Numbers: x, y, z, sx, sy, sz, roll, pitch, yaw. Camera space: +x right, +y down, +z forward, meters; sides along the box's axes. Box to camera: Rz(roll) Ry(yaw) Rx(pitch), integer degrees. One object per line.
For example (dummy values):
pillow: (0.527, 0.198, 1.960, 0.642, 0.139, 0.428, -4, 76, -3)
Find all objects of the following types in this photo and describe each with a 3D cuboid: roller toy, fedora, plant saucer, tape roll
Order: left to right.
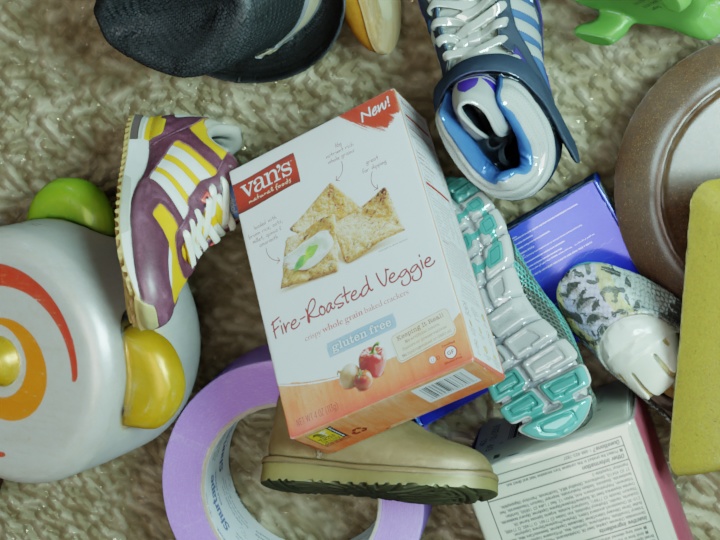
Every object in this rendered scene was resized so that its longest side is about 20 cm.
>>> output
roller toy: (-0.220, 0.056, 1.031, 0.182, 0.139, 0.201, -43, 78, 26)
fedora: (-0.111, -0.189, 0.958, 0.199, 0.092, 0.202, 19, 134, 21)
tape roll: (-0.045, 0.156, 1.073, 0.198, 0.066, 0.202, 2, 101, 11)
plant saucer: (0.270, -0.055, 0.954, 0.198, 0.034, 0.203, 0, 97, -1)
plant saucer: (0.302, 0.038, 0.922, 0.198, 0.048, 0.202, -6, 109, -19)

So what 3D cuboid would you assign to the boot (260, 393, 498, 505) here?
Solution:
boot: (0.016, 0.052, 0.977, 0.173, 0.066, 0.202, 3, 73, 15)

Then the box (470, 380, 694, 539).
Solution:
box: (0.168, 0.197, 1.012, 0.127, 0.109, 0.202, -19, 98, 15)

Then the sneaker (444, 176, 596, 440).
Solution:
sneaker: (0.096, 0.029, 0.964, 0.077, 0.091, 0.201, -31, 67, 14)

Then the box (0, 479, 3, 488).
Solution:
box: (-0.384, 0.129, 1.122, 0.198, 0.100, 0.076, 21, 105, 7)

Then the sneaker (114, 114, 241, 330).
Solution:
sneaker: (-0.119, -0.041, 0.983, 0.089, 0.201, 0.075, -2, 135, -4)

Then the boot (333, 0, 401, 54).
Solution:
boot: (-0.061, -0.235, 1.000, 0.143, 0.071, 0.203, -11, 106, 26)

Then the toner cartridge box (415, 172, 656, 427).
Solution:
toner cartridge box: (0.105, 0.022, 1.023, 0.199, 0.043, 0.096, -30, 93, 16)

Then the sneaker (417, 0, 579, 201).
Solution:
sneaker: (0.080, -0.144, 0.939, 0.080, 0.146, 0.202, -17, 98, 15)

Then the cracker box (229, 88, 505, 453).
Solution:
cracker box: (0.000, 0.000, 0.935, 0.133, 0.058, 0.202, -25, 62, 19)

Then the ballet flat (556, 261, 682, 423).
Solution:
ballet flat: (0.214, 0.069, 0.967, 0.200, 0.072, 0.072, 38, 107, -17)

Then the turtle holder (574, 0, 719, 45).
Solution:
turtle holder: (0.182, -0.224, 0.905, 0.184, 0.141, 0.133, 22, 79, 10)
